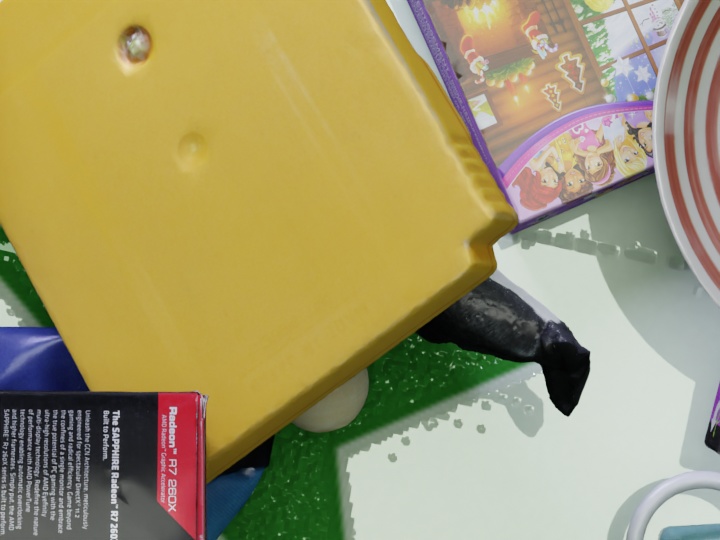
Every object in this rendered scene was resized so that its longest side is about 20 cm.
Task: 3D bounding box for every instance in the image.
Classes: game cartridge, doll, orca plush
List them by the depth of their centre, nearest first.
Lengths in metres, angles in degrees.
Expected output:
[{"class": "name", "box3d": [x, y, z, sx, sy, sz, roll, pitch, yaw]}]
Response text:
[{"class": "game cartridge", "box3d": [-0.055, -0.043, 0.894, 0.176, 0.032, 0.201, -36, 74, 21]}, {"class": "orca plush", "box3d": [0.000, 0.000, 0.944, 0.200, 0.105, 0.071, 37, 101, 11]}, {"class": "doll", "box3d": [-0.096, 0.049, 0.952, 0.199, 0.048, 0.137, -4, 89, -3]}]

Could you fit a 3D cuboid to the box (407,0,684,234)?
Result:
[{"class": "box", "box3d": [0.125, -0.117, 0.989, 0.199, 0.039, 0.137, -24, 85, -6]}]

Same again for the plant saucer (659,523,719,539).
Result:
[{"class": "plant saucer", "box3d": [0.164, 0.201, 0.960, 0.070, 0.019, 0.201, -4, 84, -2]}]

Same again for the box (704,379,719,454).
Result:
[{"class": "box", "box3d": [0.231, -0.008, 0.960, 0.142, 0.036, 0.201, 15, 93, -6]}]

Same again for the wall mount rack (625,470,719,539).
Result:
[{"class": "wall mount rack", "box3d": [0.184, 0.165, 0.917, 0.173, 0.075, 0.201, -18, 84, -2]}]

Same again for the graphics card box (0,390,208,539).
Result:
[{"class": "graphics card box", "box3d": [-0.153, 0.105, 0.830, 0.199, 0.051, 0.126, 1, 76, -7]}]

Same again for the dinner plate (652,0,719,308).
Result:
[{"class": "dinner plate", "box3d": [0.209, -0.054, 0.927, 0.199, 0.024, 0.201, 0, 92, -4]}]
